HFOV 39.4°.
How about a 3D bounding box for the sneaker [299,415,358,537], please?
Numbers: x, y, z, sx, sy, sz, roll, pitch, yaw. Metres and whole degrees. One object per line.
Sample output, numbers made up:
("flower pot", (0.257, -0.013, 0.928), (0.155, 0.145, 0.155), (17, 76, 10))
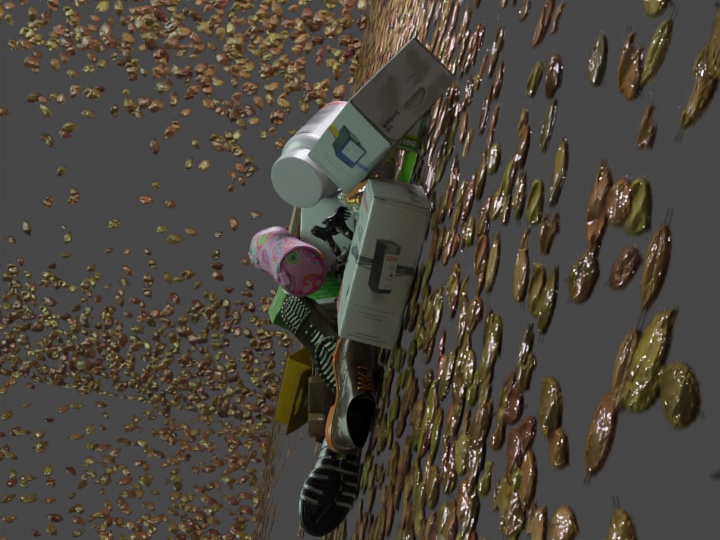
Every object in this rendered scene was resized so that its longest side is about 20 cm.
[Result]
("sneaker", (-0.039, 0.309, 1.484), (0.116, 0.075, 0.201), (102, -173, -59))

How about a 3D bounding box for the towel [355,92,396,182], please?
("towel", (0.020, -0.186, 1.692), (0.143, 0.023, 0.201), (16, -103, -61))

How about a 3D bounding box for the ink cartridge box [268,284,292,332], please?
("ink cartridge box", (-0.107, 0.075, 1.810), (0.060, 0.103, 0.200), (-65, 10, 2))

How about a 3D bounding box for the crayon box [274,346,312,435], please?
("crayon box", (-0.088, 0.197, 1.784), (0.200, 0.051, 0.127), (-25, -47, -62))

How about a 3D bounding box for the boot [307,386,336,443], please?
("boot", (-0.042, 0.198, 1.650), (0.166, 0.072, 0.201), (-159, 84, -86))

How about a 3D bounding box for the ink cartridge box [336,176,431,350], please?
("ink cartridge box", (0.028, -0.015, 1.373), (0.146, 0.084, 0.201), (-99, 24, -73))

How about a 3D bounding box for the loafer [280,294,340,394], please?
("loafer", (-0.043, 0.113, 1.550), (0.076, 0.200, 0.067), (-45, -21, 27))

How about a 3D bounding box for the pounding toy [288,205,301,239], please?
("pounding toy", (-0.067, -0.093, 1.928), (0.142, 0.183, 0.201), (-112, 34, -79))

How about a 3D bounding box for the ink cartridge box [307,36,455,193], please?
("ink cartridge box", (0.026, -0.209, 1.383), (0.145, 0.087, 0.200), (-48, 6, -23))

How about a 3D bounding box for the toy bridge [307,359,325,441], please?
("toy bridge", (-0.069, 0.198, 1.588), (0.200, 0.027, 0.067), (-91, 4, -56))

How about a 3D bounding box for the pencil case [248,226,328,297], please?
("pencil case", (-0.119, -0.016, 1.597), (0.200, 0.087, 0.088), (-151, 72, -66))

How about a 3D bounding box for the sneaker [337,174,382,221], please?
("sneaker", (0.016, -0.090, 1.529), (0.088, 0.075, 0.200), (61, -173, -11))

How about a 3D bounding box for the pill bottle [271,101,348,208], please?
("pill bottle", (-0.063, -0.193, 1.682), (0.200, 0.115, 0.116), (-54, -14, -48))

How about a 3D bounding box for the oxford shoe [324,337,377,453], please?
("oxford shoe", (0.002, 0.161, 1.433), (0.073, 0.071, 0.201), (-15, 66, 61))

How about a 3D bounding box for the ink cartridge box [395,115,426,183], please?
("ink cartridge box", (0.047, -0.198, 1.582), (0.148, 0.075, 0.201), (-111, 35, -79))

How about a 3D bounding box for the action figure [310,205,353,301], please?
("action figure", (0.000, 0.000, 1.550), (0.119, 0.102, 0.201), (-53, 53, 45))

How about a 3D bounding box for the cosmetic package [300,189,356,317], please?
("cosmetic package", (-0.040, -0.027, 1.691), (0.085, 0.107, 0.201), (37, -133, -59))
